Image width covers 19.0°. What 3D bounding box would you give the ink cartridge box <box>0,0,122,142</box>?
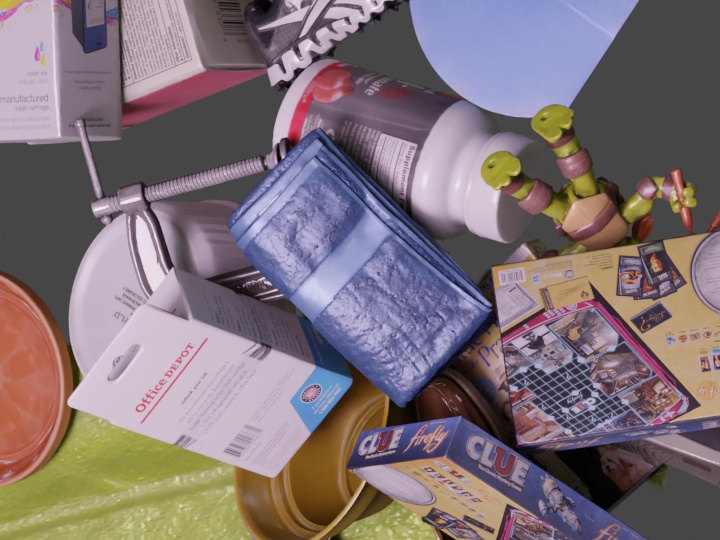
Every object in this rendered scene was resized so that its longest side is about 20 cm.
[{"bbox_3d":[-0.274,-0.204,1.737,0.145,0.087,0.201,2,93,32],"label":"ink cartridge box"}]

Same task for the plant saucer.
[{"bbox_3d":[-0.342,0.097,1.970,0.199,0.032,0.202,4,98,30],"label":"plant saucer"}]

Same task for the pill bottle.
[{"bbox_3d":[0.040,-0.088,1.673,0.199,0.111,0.111,20,105,27],"label":"pill bottle"}]

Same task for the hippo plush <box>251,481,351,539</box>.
[{"bbox_3d":[-0.067,0.275,1.748,0.159,0.161,0.201,18,105,28],"label":"hippo plush"}]

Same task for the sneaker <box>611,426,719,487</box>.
[{"bbox_3d":[0.273,0.100,1.578,0.199,0.075,0.107,21,75,9],"label":"sneaker"}]

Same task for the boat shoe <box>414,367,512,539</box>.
[{"bbox_3d":[0.082,0.176,1.674,0.072,0.068,0.201,-16,98,57],"label":"boat shoe"}]

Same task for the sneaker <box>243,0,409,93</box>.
[{"bbox_3d":[-0.019,-0.228,1.712,0.200,0.066,0.091,-33,93,31],"label":"sneaker"}]

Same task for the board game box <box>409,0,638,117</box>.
[{"bbox_3d":[0.135,-0.217,1.642,0.158,0.039,0.201,36,100,18],"label":"board game box"}]

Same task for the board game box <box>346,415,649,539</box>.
[{"bbox_3d":[0.105,0.175,1.576,0.135,0.200,0.035,-15,46,57],"label":"board game box"}]

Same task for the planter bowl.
[{"bbox_3d":[-0.011,0.137,1.725,0.200,0.083,0.201,-30,49,41],"label":"planter bowl"}]

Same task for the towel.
[{"bbox_3d":[0.000,0.000,1.615,0.200,0.049,0.112,45,97,2],"label":"towel"}]

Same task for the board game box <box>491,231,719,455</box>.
[{"bbox_3d":[0.201,0.050,1.543,0.199,0.035,0.136,-8,73,6],"label":"board game box"}]

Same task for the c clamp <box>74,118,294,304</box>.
[{"bbox_3d":[-0.114,-0.048,1.669,0.199,0.027,0.172,-9,98,11],"label":"c clamp"}]

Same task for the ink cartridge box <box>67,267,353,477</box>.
[{"bbox_3d":[-0.121,0.074,1.659,0.116,0.199,0.067,-50,37,23],"label":"ink cartridge box"}]

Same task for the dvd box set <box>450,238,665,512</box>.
[{"bbox_3d":[0.146,0.098,1.677,0.146,0.029,0.200,-44,74,27],"label":"dvd box set"}]

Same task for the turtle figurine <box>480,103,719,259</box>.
[{"bbox_3d":[0.174,-0.051,1.596,0.200,0.065,0.161,-34,123,18],"label":"turtle figurine"}]

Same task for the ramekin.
[{"bbox_3d":[-0.155,0.034,1.782,0.202,0.094,0.204,-11,74,39],"label":"ramekin"}]

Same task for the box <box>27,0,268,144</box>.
[{"bbox_3d":[-0.192,-0.196,1.802,0.199,0.109,0.129,-18,86,32],"label":"box"}]
